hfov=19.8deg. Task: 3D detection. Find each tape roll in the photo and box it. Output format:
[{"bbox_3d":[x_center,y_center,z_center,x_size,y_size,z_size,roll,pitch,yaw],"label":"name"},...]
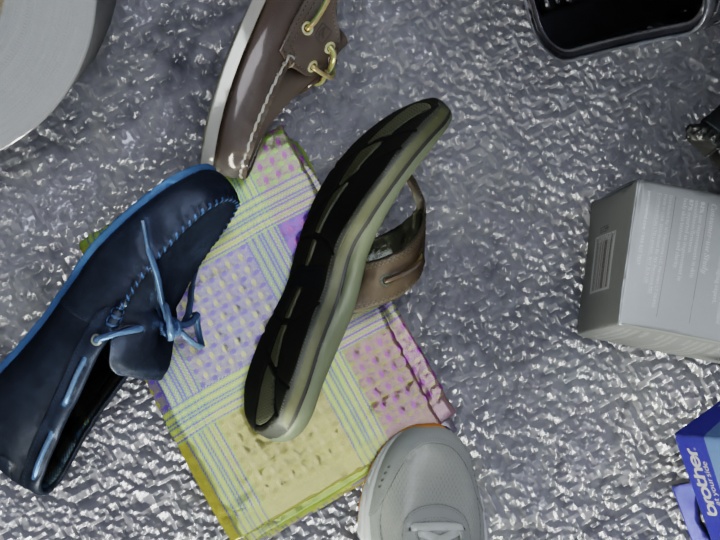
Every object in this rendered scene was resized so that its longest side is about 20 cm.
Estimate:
[{"bbox_3d":[-0.228,-0.158,1.071,0.199,0.066,0.201,2,110,5],"label":"tape roll"}]

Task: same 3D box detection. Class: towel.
[{"bbox_3d":[-0.051,0.039,1.138,0.143,0.023,0.201,-29,88,-7],"label":"towel"}]

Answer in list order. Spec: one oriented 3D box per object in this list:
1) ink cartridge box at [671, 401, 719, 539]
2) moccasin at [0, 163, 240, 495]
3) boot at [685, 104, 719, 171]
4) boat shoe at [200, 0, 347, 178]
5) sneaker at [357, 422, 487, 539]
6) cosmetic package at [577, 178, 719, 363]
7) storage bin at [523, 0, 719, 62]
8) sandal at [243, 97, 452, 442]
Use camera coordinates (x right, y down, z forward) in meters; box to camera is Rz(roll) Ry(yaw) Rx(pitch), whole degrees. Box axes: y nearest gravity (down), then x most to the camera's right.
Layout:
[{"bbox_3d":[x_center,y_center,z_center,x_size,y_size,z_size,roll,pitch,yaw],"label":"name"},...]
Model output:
[{"bbox_3d":[0.253,0.131,1.088,0.076,0.200,0.137,-28,103,-30],"label":"ink cartridge box"},{"bbox_3d":[-0.122,0.035,1.086,0.068,0.080,0.200,47,110,22],"label":"moccasin"},{"bbox_3d":[0.230,-0.120,1.059,0.198,0.073,0.163,39,92,5],"label":"boot"},{"bbox_3d":[-0.033,-0.138,1.130,0.059,0.072,0.201,21,75,-4],"label":"boat shoe"},{"bbox_3d":[0.044,0.182,1.096,0.075,0.092,0.201,2,87,-19],"label":"sneaker"},{"bbox_3d":[0.228,0.013,1.131,0.199,0.107,0.091,8,83,-7],"label":"cosmetic package"},{"bbox_3d":[0.135,-0.213,0.987,0.093,0.135,0.201,-18,97,-31],"label":"storage bin"},{"bbox_3d":[-0.001,0.001,1.106,0.057,0.080,0.202,24,89,-21],"label":"sandal"}]
